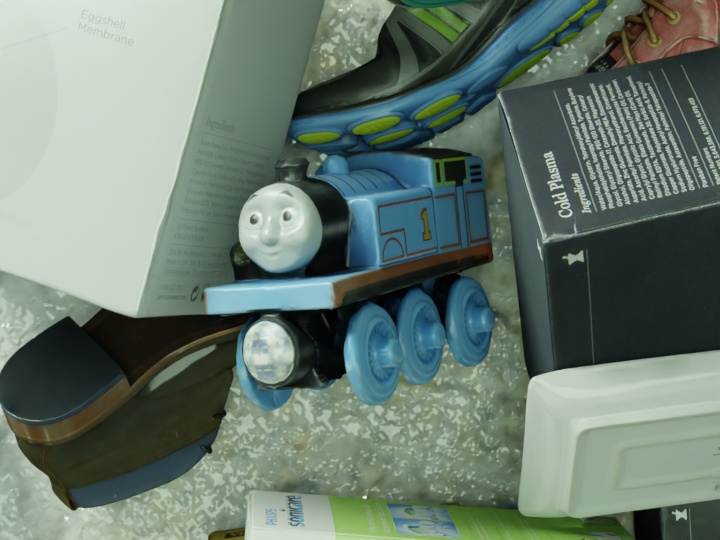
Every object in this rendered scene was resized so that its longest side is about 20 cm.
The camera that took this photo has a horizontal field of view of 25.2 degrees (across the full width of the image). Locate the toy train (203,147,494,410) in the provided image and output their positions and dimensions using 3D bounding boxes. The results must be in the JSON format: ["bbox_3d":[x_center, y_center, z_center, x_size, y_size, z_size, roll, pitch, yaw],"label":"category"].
[{"bbox_3d":[0.000,0.000,0.784,0.086,0.200,0.115,-6,94,29],"label":"toy train"}]

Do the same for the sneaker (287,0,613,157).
[{"bbox_3d":[0.044,-0.127,0.840,0.199,0.071,0.083,-35,76,3],"label":"sneaker"}]

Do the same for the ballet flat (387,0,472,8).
[{"bbox_3d":[0.085,-0.188,0.787,0.199,0.069,0.071,-25,51,-11],"label":"ballet flat"}]

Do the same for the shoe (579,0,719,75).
[{"bbox_3d":[0.158,-0.116,0.833,0.090,0.071,0.202,-3,99,-6],"label":"shoe"}]

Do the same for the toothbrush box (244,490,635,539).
[{"bbox_3d":[0.036,0.197,0.811,0.198,0.086,0.147,4,95,-6],"label":"toothbrush box"}]

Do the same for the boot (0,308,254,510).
[{"bbox_3d":[-0.094,0.049,0.855,0.199,0.097,0.075,-27,52,-20],"label":"boot"}]

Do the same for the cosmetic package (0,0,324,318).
[{"bbox_3d":[-0.140,-0.102,0.780,0.198,0.123,0.202,18,96,17],"label":"cosmetic package"}]

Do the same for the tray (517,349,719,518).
[{"bbox_3d":[0.176,0.079,0.768,0.198,0.022,0.108,-7,137,-5],"label":"tray"}]

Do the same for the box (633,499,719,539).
[{"bbox_3d":[0.224,0.204,0.858,0.140,0.079,0.202,-4,95,-4],"label":"box"}]

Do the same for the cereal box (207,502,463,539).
[{"bbox_3d":[-0.002,0.235,0.875,0.143,0.040,0.202,-7,95,-2],"label":"cereal box"}]

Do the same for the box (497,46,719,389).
[{"bbox_3d":[0.169,0.001,0.778,0.180,0.105,0.201,-12,135,-1],"label":"box"}]
